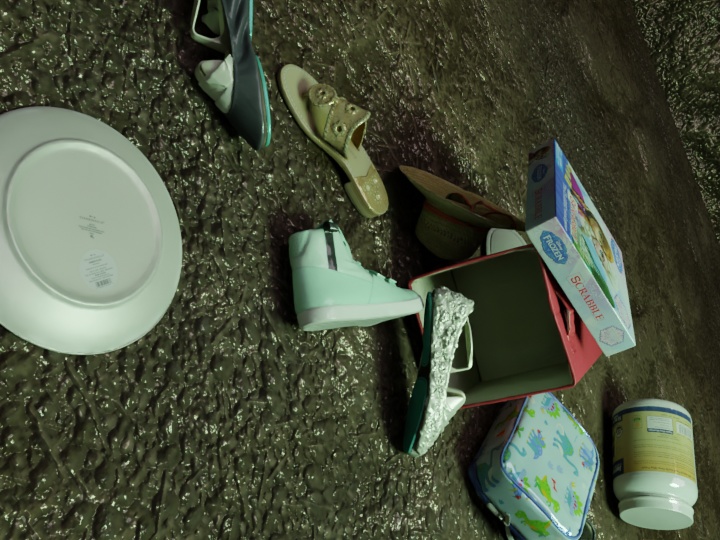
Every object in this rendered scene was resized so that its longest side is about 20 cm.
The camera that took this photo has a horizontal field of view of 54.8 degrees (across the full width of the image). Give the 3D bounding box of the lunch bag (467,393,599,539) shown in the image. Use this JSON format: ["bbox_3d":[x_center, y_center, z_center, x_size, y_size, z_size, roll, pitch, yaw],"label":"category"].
[{"bbox_3d":[0.243,0.269,0.946,0.161,0.082,0.200,45,39,0],"label":"lunch bag"}]

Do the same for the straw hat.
[{"bbox_3d":[0.124,-0.060,0.939,0.200,0.200,0.086,3,118,-51],"label":"straw hat"}]

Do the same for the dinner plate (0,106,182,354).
[{"bbox_3d":[-0.218,-0.036,0.547,0.199,0.024,0.203,21,62,-46],"label":"dinner plate"}]

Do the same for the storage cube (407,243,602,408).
[{"bbox_3d":[0.190,0.061,0.899,0.179,0.198,0.173,-13,86,-59],"label":"storage cube"}]

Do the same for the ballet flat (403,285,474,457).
[{"bbox_3d":[0.096,0.121,0.805,0.071,0.071,0.203,11,88,-49],"label":"ballet flat"}]

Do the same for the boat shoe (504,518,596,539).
[{"bbox_3d":[0.275,0.367,0.997,0.199,0.060,0.077,22,61,-46],"label":"boat shoe"}]

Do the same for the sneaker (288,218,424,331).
[{"bbox_3d":[0.000,0.000,0.773,0.199,0.073,0.120,3,72,-53],"label":"sneaker"}]

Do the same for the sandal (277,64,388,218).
[{"bbox_3d":[-0.009,-0.163,0.823,0.213,0.069,0.078,57,40,-21],"label":"sandal"}]

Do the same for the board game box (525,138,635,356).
[{"bbox_3d":[0.271,-0.034,0.859,0.200,0.041,0.201,51,32,-22],"label":"board game box"}]

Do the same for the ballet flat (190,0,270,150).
[{"bbox_3d":[-0.135,-0.219,0.695,0.073,0.072,0.203,-3,85,-52],"label":"ballet flat"}]

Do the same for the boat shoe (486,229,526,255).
[{"bbox_3d":[0.244,0.027,1.085,0.060,0.073,0.202,89,-18,-69],"label":"boat shoe"}]

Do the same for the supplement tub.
[{"bbox_3d":[0.535,0.353,1.268,0.144,0.143,0.202,41,48,-35],"label":"supplement tub"}]
